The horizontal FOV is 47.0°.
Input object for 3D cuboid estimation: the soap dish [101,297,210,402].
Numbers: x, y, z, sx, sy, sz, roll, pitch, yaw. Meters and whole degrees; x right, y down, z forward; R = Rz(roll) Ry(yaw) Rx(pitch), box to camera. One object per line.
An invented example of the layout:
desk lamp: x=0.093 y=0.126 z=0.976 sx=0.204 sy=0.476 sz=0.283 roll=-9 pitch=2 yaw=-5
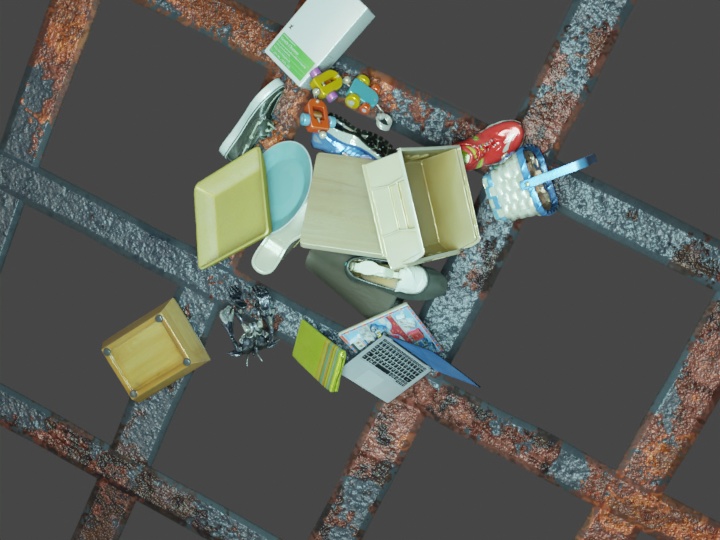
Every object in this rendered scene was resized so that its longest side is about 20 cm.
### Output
soap dish: x=-0.448 y=0.177 z=1.788 sx=0.199 sy=0.081 sz=0.158 roll=-31 pitch=92 yaw=12

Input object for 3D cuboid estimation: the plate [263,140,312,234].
plate: x=-0.164 y=-0.164 z=1.671 sx=0.199 sy=0.025 sz=0.202 roll=-16 pitch=65 yaw=36

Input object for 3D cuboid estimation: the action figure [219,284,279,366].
action figure: x=-0.229 y=0.108 z=1.730 sx=0.118 sy=0.103 sz=0.201 roll=-9 pitch=140 yaw=-16

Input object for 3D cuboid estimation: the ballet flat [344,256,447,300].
ballet flat: x=0.062 y=0.014 z=1.536 sx=0.198 sy=0.068 sz=0.069 roll=9 pitch=82 yaw=13

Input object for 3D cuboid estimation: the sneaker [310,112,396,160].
sneaker: x=-0.010 y=-0.235 z=1.662 sx=0.199 sy=0.079 sz=0.089 roll=29 pitch=125 yaw=-1

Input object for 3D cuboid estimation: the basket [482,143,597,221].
basket: x=0.338 y=-0.172 z=1.550 sx=0.198 sy=0.176 sz=0.140 roll=-16 pitch=92 yaw=23

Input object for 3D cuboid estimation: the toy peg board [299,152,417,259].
toy peg board: x=-0.002 y=-0.107 z=1.607 sx=0.198 sy=0.098 sz=0.201 roll=8 pitch=66 yaw=3

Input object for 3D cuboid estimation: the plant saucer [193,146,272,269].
plant saucer: x=-0.250 y=-0.119 z=1.674 sx=0.199 sy=0.048 sz=0.202 roll=-25 pitch=61 yaw=32

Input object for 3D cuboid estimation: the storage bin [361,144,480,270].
storage bin: x=0.115 y=-0.117 z=1.507 sx=0.093 sy=0.199 sz=0.200 roll=-13 pitch=90 yaw=38

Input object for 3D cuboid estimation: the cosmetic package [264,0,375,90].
cosmetic package: x=-0.079 y=-0.466 z=1.626 sx=0.108 sy=0.085 sz=0.200 roll=43 pitch=104 yaw=5

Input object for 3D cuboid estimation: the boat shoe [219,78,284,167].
boat shoe: x=-0.207 y=-0.298 z=1.685 sx=0.064 sy=0.071 sz=0.200 roll=41 pitch=111 yaw=3

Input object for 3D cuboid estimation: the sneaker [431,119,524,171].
sneaker: x=0.227 y=-0.228 z=1.606 sx=0.199 sy=0.085 sz=0.078 roll=-24 pitch=95 yaw=13

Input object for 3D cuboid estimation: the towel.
towel: x=-0.085 y=0.170 z=1.682 sx=0.018 sy=0.200 sz=0.087 roll=12 pitch=100 yaw=-30

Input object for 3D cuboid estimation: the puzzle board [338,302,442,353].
puzzle board: x=0.065 y=0.146 z=1.654 sx=0.150 sy=0.200 sz=0.017 roll=-25 pitch=50 yaw=12

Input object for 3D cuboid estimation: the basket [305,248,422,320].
basket: x=0.000 y=0.000 z=1.658 sx=0.199 sy=0.136 sz=0.181 roll=32 pitch=130 yaw=10

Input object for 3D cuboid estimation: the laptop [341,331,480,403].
laptop: x=0.094 y=0.212 z=1.631 sx=0.200 sy=0.116 sz=0.187 roll=-39 pitch=135 yaw=13

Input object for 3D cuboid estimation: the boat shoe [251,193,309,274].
boat shoe: x=-0.151 y=-0.081 z=1.706 sx=0.072 sy=0.060 sz=0.200 roll=36 pitch=104 yaw=-8

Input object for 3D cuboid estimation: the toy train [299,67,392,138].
toy train: x=-0.041 y=-0.314 z=1.609 sx=0.056 sy=0.199 sz=0.152 roll=-34 pitch=65 yaw=53
